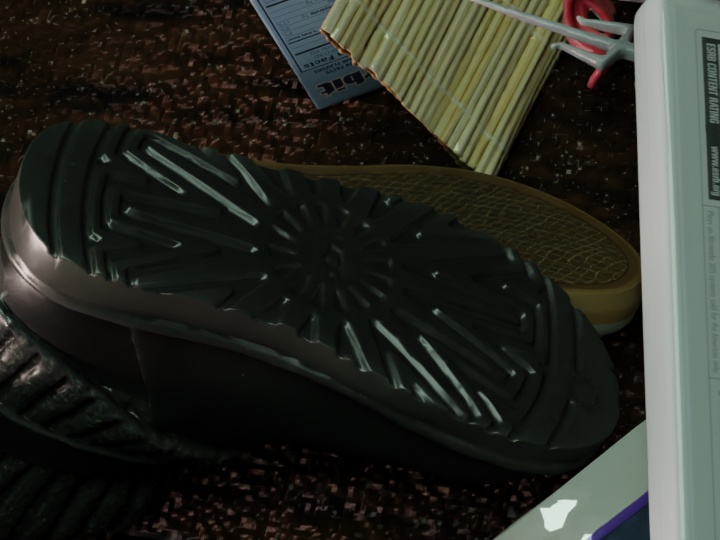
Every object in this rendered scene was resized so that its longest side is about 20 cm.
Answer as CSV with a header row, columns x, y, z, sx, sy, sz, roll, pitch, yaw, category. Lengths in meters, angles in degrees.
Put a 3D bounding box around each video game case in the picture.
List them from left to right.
x,y,z,sx,sy,sz,roll,pitch,yaw,category
0.167,0.025,0.842,0.181,0.023,0.201,7,69,-20,video game case

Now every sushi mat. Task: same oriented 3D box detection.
x,y,z,sx,sy,sz,roll,pitch,yaw,category
0.061,-0.136,0.992,0.012,0.096,0.201,6,63,52,sushi mat

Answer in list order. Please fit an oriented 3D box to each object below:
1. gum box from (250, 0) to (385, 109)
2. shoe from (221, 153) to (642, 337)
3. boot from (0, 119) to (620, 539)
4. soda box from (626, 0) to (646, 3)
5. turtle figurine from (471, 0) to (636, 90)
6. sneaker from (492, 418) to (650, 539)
x,y,z,sx,sy,sz,roll,pitch,yaw,category
-0.041,-0.178,0.979,0.044,0.200,0.171,-18,60,8,gum box
0.000,0.000,0.968,0.199,0.054,0.070,10,35,17,shoe
-0.038,0.042,0.913,0.210,0.158,0.080,22,47,-8,boot
0.182,-0.106,0.871,0.199,0.070,0.064,6,90,-3,soda box
0.140,-0.115,0.950,0.199,0.101,0.151,8,84,3,turtle figurine
0.147,0.094,0.868,0.200,0.081,0.147,-33,82,-23,sneaker
